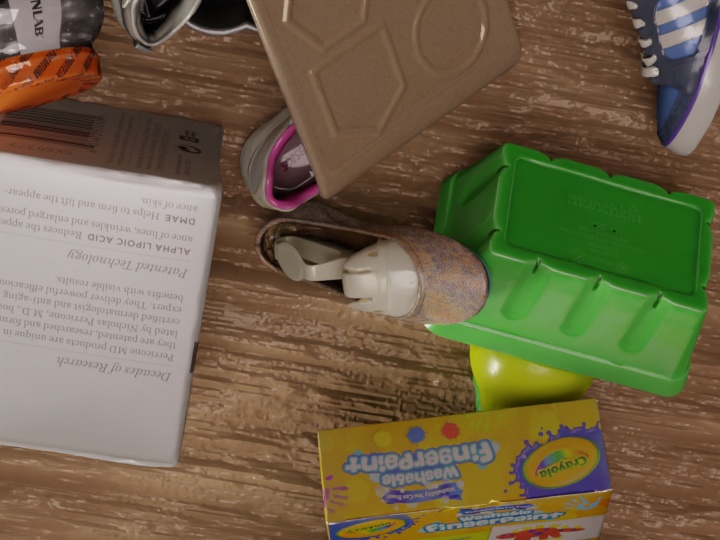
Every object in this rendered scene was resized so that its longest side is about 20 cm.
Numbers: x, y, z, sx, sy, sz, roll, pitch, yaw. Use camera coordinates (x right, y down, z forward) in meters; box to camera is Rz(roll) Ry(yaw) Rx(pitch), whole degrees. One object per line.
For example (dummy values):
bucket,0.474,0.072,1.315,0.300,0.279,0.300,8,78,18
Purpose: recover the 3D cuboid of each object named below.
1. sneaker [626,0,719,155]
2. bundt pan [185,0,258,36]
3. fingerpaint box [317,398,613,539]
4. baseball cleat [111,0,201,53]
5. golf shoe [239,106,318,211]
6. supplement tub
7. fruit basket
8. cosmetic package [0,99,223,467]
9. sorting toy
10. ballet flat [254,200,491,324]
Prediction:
sneaker,0.191,-0.191,1.236,0.145,0.081,0.201,14,111,1
bundt pan,-0.084,-0.261,1.192,0.200,0.076,0.203,-1,108,-3
fingerpaint box,0.073,0.163,1.298,0.198,0.167,0.074,-7,65,0
baseball cleat,-0.101,-0.231,1.107,0.069,0.107,0.201,9,113,-20
golf shoe,-0.001,-0.112,1.240,0.075,0.092,0.200,42,100,-14
supplement tub,-0.236,-0.208,1.150,0.122,0.123,0.201,-15,88,2
fruit basket,0.140,0.023,1.288,0.214,0.156,0.216,8,150,5
cosmetic package,-0.188,0.002,1.229,0.164,0.165,0.201,8,109,-6
sorting toy,0.013,-0.172,1.172,0.185,0.036,0.201,-36,130,-22
ballet flat,0.000,0.000,1.227,0.067,0.199,0.069,-15,110,-40
